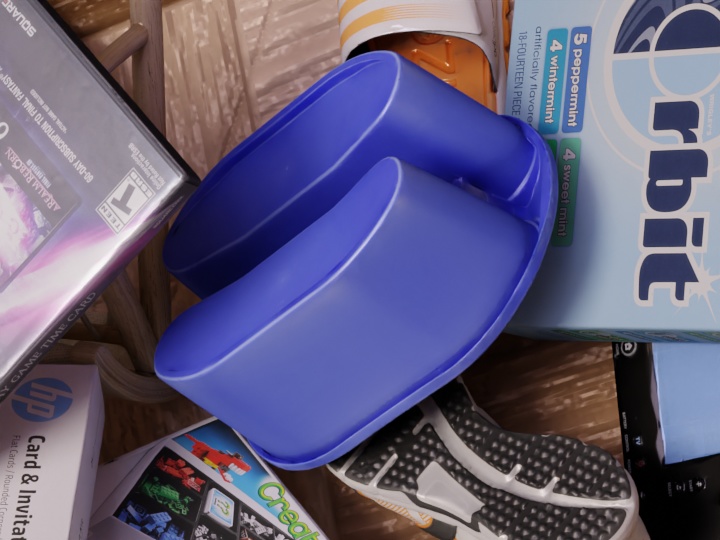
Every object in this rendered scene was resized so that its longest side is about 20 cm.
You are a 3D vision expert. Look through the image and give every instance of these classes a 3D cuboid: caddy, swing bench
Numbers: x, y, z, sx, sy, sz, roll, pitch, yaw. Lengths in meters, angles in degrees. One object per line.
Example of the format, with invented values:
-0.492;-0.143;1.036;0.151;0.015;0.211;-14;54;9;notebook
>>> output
0.000;0.000;1.153;0.200;0.105;0.142;-36;35;33;caddy
-0.186;-0.029;1.224;0.198;0.130;0.201;4;119;26;swing bench

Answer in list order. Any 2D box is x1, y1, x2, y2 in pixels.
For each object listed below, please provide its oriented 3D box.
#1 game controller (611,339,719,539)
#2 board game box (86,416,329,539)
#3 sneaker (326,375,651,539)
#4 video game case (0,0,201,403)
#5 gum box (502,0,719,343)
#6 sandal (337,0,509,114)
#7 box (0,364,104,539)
0.158;0.026;1.144;0.104;0.042;0.201;-11;72;22;game controller
-0.064;0.152;1.131;0.126;0.035;0.200;-22;45;-22;board game box
0.052;0.100;1.160;0.074;0.080;0.200;-45;42;-14;sneaker
-0.175;-0.013;1.086;0.200;0.019;0.143;-46;66;10;video game case
0.150;-0.055;1.122;0.199;0.044;0.171;-1;80;41;gum box
0.031;-0.094;1.224;0.079;0.059;0.208;-17;70;20;sandal
-0.216;0.107;1.114;0.198;0.041;0.156;2;44;2;box
